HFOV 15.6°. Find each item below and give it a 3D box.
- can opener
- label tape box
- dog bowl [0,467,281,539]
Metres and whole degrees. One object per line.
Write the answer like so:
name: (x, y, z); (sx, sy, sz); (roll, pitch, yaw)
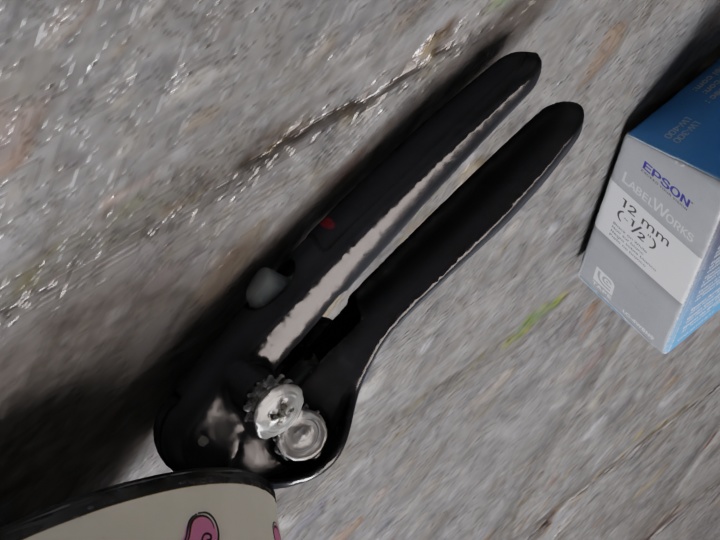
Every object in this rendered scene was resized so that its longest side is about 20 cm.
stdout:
can opener: (0.000, 0.000, 0.936); (0.200, 0.079, 0.063); (-49, 125, 1)
label tape box: (0.183, -0.066, 1.190); (0.143, 0.066, 0.200); (-39, 160, -23)
dog bowl: (-0.105, 0.149, 0.898); (0.200, 0.074, 0.200); (-25, 160, -9)
